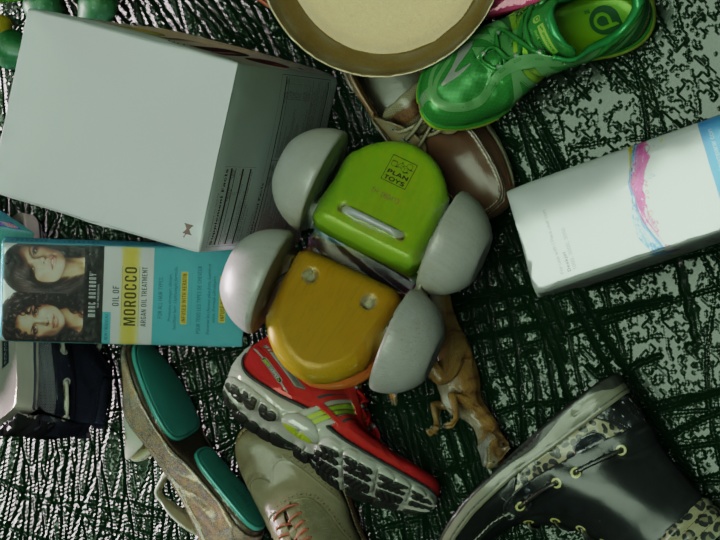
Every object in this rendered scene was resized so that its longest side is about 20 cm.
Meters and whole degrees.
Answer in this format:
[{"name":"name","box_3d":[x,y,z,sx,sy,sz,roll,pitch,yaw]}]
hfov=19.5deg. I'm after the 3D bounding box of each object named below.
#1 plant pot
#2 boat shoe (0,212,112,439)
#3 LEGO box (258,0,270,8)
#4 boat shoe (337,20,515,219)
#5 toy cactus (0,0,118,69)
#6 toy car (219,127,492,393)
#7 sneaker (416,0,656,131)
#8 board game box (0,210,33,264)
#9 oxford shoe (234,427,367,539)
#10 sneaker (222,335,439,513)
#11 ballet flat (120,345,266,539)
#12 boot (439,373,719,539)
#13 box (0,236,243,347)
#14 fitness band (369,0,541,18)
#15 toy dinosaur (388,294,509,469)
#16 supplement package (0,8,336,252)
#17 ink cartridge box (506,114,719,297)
[{"name":"plant pot","box_3d":[0.017,-0.249,1.602,0.198,0.027,0.202,1,95,14]},{"name":"boat shoe","box_3d":[-0.262,0.053,1.780,0.075,0.092,0.202,-31,53,49]},{"name":"LEGO box","box_3d":[-0.097,-0.324,1.690,0.199,0.077,0.150,36,103,15]},{"name":"boat shoe","box_3d":[0.044,-0.120,1.647,0.076,0.072,0.200,-44,77,17]},{"name":"toy cactus","box_3d":[-0.257,-0.205,1.756,0.199,0.102,0.166,-25,91,12]},{"name":"toy car","box_3d":[0.000,0.000,1.622,0.174,0.150,0.201,25,80,10]},{"name":"sneaker","box_3d":[0.129,-0.174,1.586,0.199,0.084,0.075,-27,78,2]},{"name":"board game box","box_3d":[-0.377,-0.005,1.796,0.199,0.045,0.153,32,104,38]},{"name":"oxford shoe","box_3d":[-0.041,0.207,1.691,0.070,0.075,0.200,-43,77,18]},{"name":"sneaker","box_3d":[-0.013,0.119,1.681,0.199,0.077,0.085,34,64,4]},{"name":"ballet flat","box_3d":[-0.157,0.155,1.740,0.067,0.068,0.201,-39,77,25]},{"name":"boot","box_3d":[0.170,0.198,1.612,0.204,0.073,0.154,-45,80,18]},{"name":"box","box_3d":[-0.195,0.018,1.709,0.198,0.049,0.083,1,94,-9]},{"name":"fitness band","box_3d":[0.084,-0.267,1.624,0.198,0.037,0.145,-11,95,10]},{"name":"toy dinosaur","box_3d":[0.065,0.063,1.665,0.105,0.060,0.202,-12,83,-10]},{"name":"supplement package","box_3d":[-0.152,-0.111,1.655,0.190,0.200,0.149,16,98,19]},{"name":"ink cartridge box","box_3d":[0.224,-0.052,1.541,0.198,0.144,0.085,-20,85,20]}]
